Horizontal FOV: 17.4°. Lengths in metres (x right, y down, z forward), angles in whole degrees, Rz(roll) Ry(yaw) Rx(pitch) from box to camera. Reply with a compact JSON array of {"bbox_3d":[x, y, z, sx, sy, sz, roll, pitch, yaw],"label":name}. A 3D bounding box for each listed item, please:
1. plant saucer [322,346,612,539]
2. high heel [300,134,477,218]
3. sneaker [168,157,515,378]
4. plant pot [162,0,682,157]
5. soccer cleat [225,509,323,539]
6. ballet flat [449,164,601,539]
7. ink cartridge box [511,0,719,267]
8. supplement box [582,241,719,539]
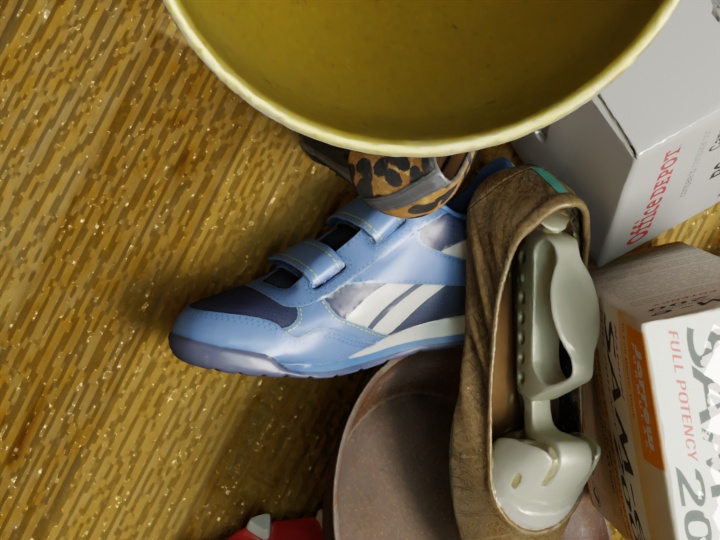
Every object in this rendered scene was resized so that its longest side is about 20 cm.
[{"bbox_3d":[0.048,0.135,1.132,0.199,0.034,0.202,19,62,-41],"label":"plant saucer"},{"bbox_3d":[0.062,-0.109,1.063,0.071,0.143,0.200,41,88,-23],"label":"high heel"},{"bbox_3d":[0.000,0.000,1.110,0.199,0.074,0.083,-14,107,-24],"label":"sneaker"},{"bbox_3d":[0.014,-0.159,0.828,0.198,0.142,0.201,-4,114,-9],"label":"plant pot"},{"bbox_3d":[-0.071,0.182,1.138,0.199,0.069,0.086,-26,144,-26],"label":"soccer cleat"},{"bbox_3d":[0.082,0.053,1.076,0.067,0.072,0.202,0,97,-29],"label":"ballet flat"},{"bbox_3d":[0.177,-0.100,1.098,0.199,0.145,0.084,-29,73,-11],"label":"ink cartridge box"},{"bbox_3d":[0.149,0.063,1.087,0.073,0.200,0.127,-11,97,-5],"label":"supplement box"}]
